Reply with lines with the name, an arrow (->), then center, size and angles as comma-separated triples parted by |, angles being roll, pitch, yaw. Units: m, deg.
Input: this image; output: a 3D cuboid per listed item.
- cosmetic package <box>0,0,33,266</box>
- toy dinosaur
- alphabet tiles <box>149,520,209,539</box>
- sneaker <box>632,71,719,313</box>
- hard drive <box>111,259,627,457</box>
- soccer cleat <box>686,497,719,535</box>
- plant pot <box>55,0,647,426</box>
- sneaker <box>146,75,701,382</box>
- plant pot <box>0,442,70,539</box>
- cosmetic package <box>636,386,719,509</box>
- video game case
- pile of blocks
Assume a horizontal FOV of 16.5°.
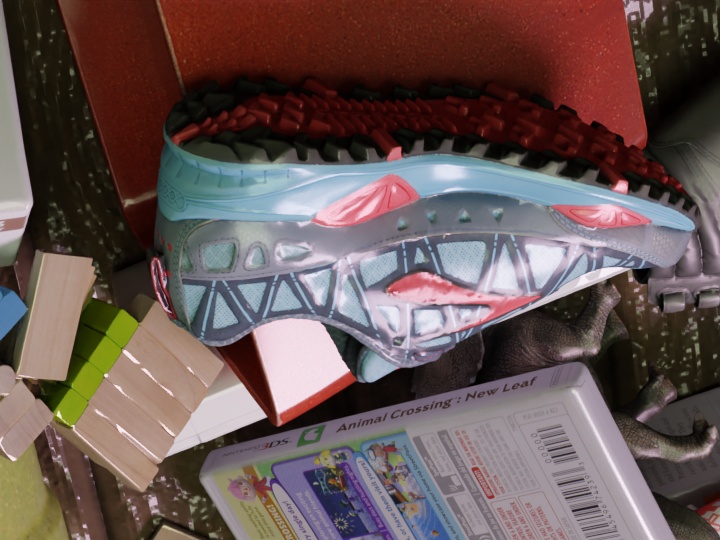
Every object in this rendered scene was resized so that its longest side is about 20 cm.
cosmetic package -> -0.181, -0.099, 0.884 | 0.102, 0.074, 0.200 | -5, 75, -14
toy dinosaur -> 0.087, 0.066, 1.067 | 0.102, 0.077, 0.200 | -33, 81, -4
alphabet tiles -> -0.050, 0.220, 1.181 | 0.200, 0.008, 0.167 | 26, 109, -22
sneaker -> 0.177, 0.003, 1.082 | 0.099, 0.071, 0.200 | -29, 115, 9
hard drive -> 0.000, 0.000, 1.005 | 0.200, 0.132, 0.027 | -23, 118, 1
soccer cleat -> 0.222, 0.125, 1.060 | 0.200, 0.085, 0.069 | -6, 118, -10
plant pot -> -0.007, -0.096, 0.932 | 0.176, 0.200, 0.200 | -22, 120, -13
sneaker -> 0.019, -0.011, 0.837 | 0.200, 0.079, 0.096 | 3, 117, -25
plant pot -> -0.211, 0.052, 0.973 | 0.200, 0.200, 0.184 | -5, 107, -8
cosmetic package -> 0.121, 0.130, 1.131 | 0.200, 0.071, 0.101 | -19, 119, 0
video game case -> 0.053, 0.139, 1.053 | 0.182, 0.022, 0.200 | -15, 118, 28
pile of blocks -> -0.144, 0.024, 0.881 | 0.200, 0.062, 0.082 | 12, 95, -45
